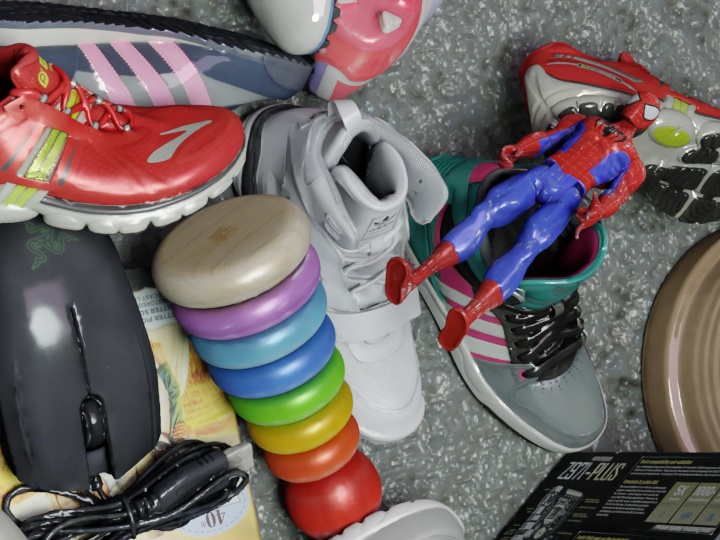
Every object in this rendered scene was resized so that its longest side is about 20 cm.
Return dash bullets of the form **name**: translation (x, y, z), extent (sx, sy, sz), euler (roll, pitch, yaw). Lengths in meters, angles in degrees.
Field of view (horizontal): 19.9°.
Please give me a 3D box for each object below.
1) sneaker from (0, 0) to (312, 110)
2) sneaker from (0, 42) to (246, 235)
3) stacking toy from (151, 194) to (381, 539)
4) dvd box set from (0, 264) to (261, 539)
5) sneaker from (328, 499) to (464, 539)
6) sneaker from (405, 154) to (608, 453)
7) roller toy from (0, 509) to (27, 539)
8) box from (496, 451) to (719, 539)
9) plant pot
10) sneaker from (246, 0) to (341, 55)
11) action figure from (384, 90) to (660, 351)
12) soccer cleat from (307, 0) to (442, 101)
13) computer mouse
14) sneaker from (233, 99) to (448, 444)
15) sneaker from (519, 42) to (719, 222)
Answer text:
- **sneaker**: translation (-0.122, -0.094, 1.089), extent (0.199, 0.070, 0.082), euler (3, 105, -28)
- **sneaker**: translation (-0.150, -0.069, 0.995), extent (0.199, 0.077, 0.085), euler (-3, 125, -15)
- **stacking toy**: translation (-0.039, 0.063, 1.081), extent (0.085, 0.085, 0.200), euler (-35, 123, -26)
- **dvd box set**: translation (-0.131, 0.103, 1.074), extent (0.146, 0.029, 0.201), euler (-11, 90, -28)
- **sneaker**: translation (-0.008, 0.207, 1.086), extent (0.200, 0.082, 0.075), euler (-44, 145, -18)
- **sneaker**: translation (0.102, 0.016, 1.154), extent (0.084, 0.121, 0.200), euler (-41, 104, -25)
- **roller toy**: translation (-0.238, 0.174, 0.944), extent (0.182, 0.140, 0.200), euler (-33, 99, -23)
- **box**: translation (0.146, 0.184, 1.116), extent (0.164, 0.200, 0.086), euler (-47, 107, -24)
- **plant pot**: translation (0.280, 0.064, 1.261), extent (0.200, 0.093, 0.202), euler (2, 85, -27)
- **sneaker**: translation (-0.071, -0.204, 1.103), extent (0.072, 0.072, 0.200), euler (-16, 79, -40)
- **action figure**: translation (0.098, -0.038, 1.087), extent (0.065, 0.052, 0.200), euler (37, 54, 18)
- **soccer cleat**: translation (0.030, -0.174, 1.175), extent (0.067, 0.077, 0.200), euler (35, 51, 1)
- **computer mouse**: translation (-0.139, 0.047, 1.029), extent (0.138, 0.053, 0.201), euler (-23, 94, -26)
- **sneaker**: translation (0.000, 0.000, 1.105), extent (0.075, 0.115, 0.200), euler (-23, 96, -27)
- **sneaker**: translation (0.177, -0.091, 1.226), extent (0.200, 0.077, 0.085), euler (17, 38, -38)
